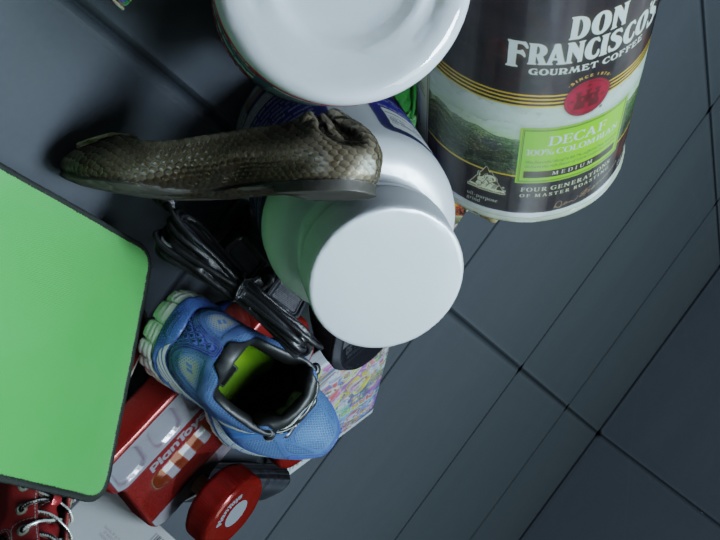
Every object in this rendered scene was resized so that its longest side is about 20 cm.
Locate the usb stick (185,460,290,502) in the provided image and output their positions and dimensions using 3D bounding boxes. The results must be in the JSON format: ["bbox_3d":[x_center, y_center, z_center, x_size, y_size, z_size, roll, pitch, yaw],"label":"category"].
[{"bbox_3d":[-0.126,0.195,1.014,0.055,0.033,0.200,-20,163,17],"label":"usb stick"}]

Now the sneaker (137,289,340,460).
[{"bbox_3d":[-0.064,0.089,0.739,0.079,0.089,0.200,-58,143,-9],"label":"sneaker"}]

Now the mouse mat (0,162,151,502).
[{"bbox_3d":[-0.185,0.032,0.594,0.200,0.007,0.163,36,58,-57],"label":"mouse mat"}]

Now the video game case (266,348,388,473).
[{"bbox_3d":[-0.031,0.127,1.096,0.143,0.018,0.201,-34,156,-28],"label":"video game case"}]

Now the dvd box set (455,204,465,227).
[{"bbox_3d":[0.026,-0.029,1.009,0.147,0.029,0.200,-57,157,7],"label":"dvd box set"}]

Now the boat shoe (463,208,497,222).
[{"bbox_3d":[0.135,-0.116,0.923,0.072,0.076,0.201,-43,167,-35],"label":"boat shoe"}]

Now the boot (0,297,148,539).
[{"bbox_3d":[-0.181,0.117,0.671,0.072,0.144,0.201,29,98,-33],"label":"boot"}]

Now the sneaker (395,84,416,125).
[{"bbox_3d":[0.031,-0.126,0.831,0.200,0.074,0.084,-39,157,-30],"label":"sneaker"}]

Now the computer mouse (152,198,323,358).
[{"bbox_3d":[-0.091,-0.012,0.740,0.046,0.140,0.200,-45,-163,11],"label":"computer mouse"}]

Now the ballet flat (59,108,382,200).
[{"bbox_3d":[-0.079,-0.063,0.597,0.067,0.198,0.047,4,88,-62],"label":"ballet flat"}]

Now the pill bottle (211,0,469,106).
[{"bbox_3d":[-0.019,-0.145,0.571,0.120,0.119,0.200,-54,-169,2],"label":"pill bottle"}]

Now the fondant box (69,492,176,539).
[{"bbox_3d":[-0.161,0.266,0.922,0.058,0.144,0.201,-45,155,-20],"label":"fondant box"}]

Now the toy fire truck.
[{"bbox_3d":[-0.111,0.102,0.827,0.200,0.112,0.168,-46,157,-19],"label":"toy fire truck"}]

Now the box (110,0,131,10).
[{"bbox_3d":[-0.108,-0.234,0.363,0.193,0.122,0.200,-53,156,-1],"label":"box"}]

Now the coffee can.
[{"bbox_3d":[0.105,-0.148,0.672,0.146,0.146,0.201,-43,154,-23],"label":"coffee can"}]

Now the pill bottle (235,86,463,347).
[{"bbox_3d":[-0.008,-0.045,0.682,0.118,0.200,0.121,-7,122,-11],"label":"pill bottle"}]

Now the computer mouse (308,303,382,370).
[{"bbox_3d":[0.000,0.000,0.891,0.138,0.053,0.201,-34,150,-33],"label":"computer mouse"}]
